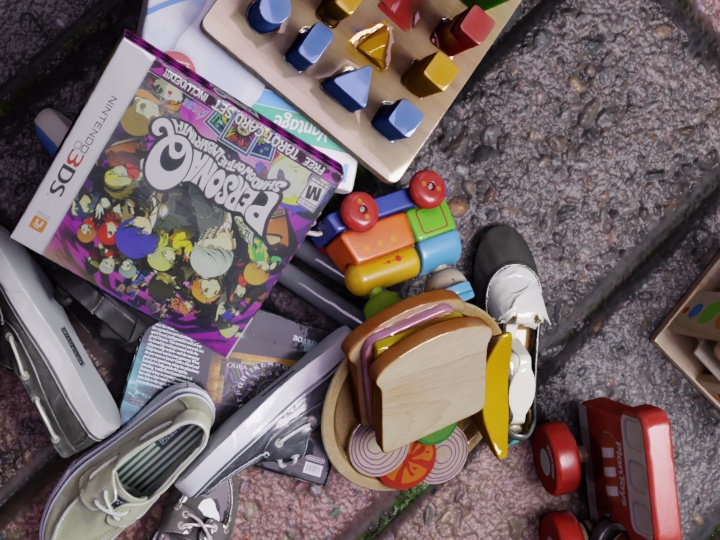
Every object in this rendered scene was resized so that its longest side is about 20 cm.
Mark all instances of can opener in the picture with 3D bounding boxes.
[{"bbox_3d":[0.010,0.041,1.059,0.198,0.066,0.053,33,80,-2],"label":"can opener"}]

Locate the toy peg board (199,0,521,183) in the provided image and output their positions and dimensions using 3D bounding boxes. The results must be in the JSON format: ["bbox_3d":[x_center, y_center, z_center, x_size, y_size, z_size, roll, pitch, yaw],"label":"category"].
[{"bbox_3d":[0.016,-0.208,0.904,0.199,0.098,0.201,37,82,-14],"label":"toy peg board"}]

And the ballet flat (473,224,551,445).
[{"bbox_3d":[0.142,0.060,1.079,0.067,0.068,0.204,-3,92,-16],"label":"ballet flat"}]

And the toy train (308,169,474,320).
[{"bbox_3d":[0.000,0.000,1.000,0.198,0.085,0.117,-20,82,-27],"label":"toy train"}]

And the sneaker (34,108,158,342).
[{"bbox_3d":[-0.233,-0.031,0.992,0.111,0.077,0.201,-41,89,5],"label":"sneaker"}]

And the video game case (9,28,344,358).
[{"bbox_3d":[-0.141,-0.054,0.916,0.198,0.036,0.182,31,105,-16],"label":"video game case"}]

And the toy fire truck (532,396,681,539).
[{"bbox_3d":[0.235,0.214,1.052,0.110,0.168,0.204,-6,93,-11],"label":"toy fire truck"}]

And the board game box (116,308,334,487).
[{"bbox_3d":[-0.105,0.098,1.048,0.197,0.028,0.138,18,88,-11],"label":"board game box"}]

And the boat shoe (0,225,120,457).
[{"bbox_3d":[-0.276,0.060,0.989,0.063,0.071,0.202,-28,90,5],"label":"boat shoe"}]

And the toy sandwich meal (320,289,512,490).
[{"bbox_3d":[0.057,0.111,0.988,0.202,0.070,0.208,-14,122,-23],"label":"toy sandwich meal"}]

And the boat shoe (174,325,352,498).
[{"bbox_3d":[-0.067,0.135,1.011,0.199,0.072,0.068,-40,97,-14],"label":"boat shoe"}]

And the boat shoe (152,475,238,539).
[{"bbox_3d":[-0.157,0.260,1.029,0.066,0.057,0.203,26,87,-11],"label":"boat shoe"}]

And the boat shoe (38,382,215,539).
[{"bbox_3d":[-0.201,0.176,0.996,0.072,0.062,0.200,41,99,-16],"label":"boat shoe"}]

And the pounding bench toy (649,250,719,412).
[{"bbox_3d":[0.402,0.090,1.089,0.200,0.156,0.125,44,83,-10],"label":"pounding bench toy"}]

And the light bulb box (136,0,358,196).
[{"bbox_3d":[-0.091,-0.179,0.993,0.195,0.125,0.204,10,89,-12],"label":"light bulb box"}]
